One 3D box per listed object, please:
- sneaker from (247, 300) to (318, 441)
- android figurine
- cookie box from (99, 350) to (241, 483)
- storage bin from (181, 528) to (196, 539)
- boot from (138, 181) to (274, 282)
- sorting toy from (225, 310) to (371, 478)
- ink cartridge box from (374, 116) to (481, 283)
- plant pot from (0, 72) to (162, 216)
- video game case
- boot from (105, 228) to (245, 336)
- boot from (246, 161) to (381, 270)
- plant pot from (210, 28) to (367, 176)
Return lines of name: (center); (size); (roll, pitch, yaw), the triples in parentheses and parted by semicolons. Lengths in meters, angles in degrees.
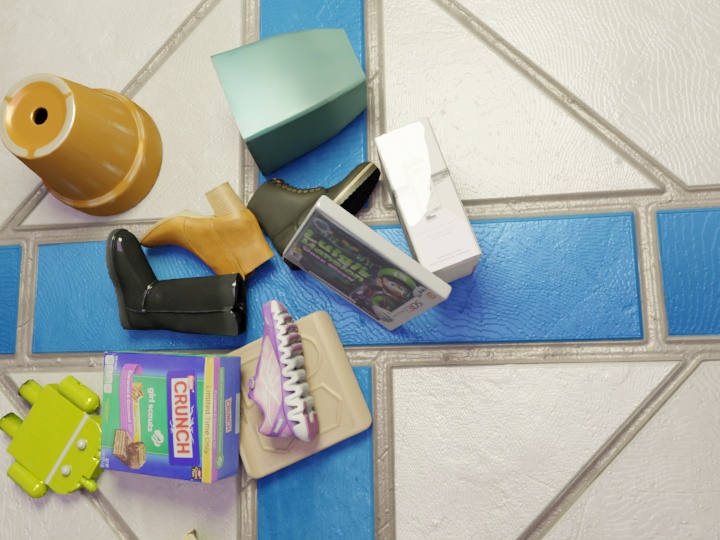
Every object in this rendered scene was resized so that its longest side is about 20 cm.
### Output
sneaker: (-0.123, 0.145, 0.860); (0.087, 0.080, 0.204); (-14, 80, 10)
android figurine: (-0.472, 0.264, 0.951); (0.199, 0.041, 0.184); (33, 88, 14)
cookie box: (-0.276, 0.205, 0.884); (0.197, 0.075, 0.175); (-1, 86, 22)
storage bin: (-0.256, 0.511, 0.854); (0.198, 0.094, 0.201); (-41, 78, 1)
boot: (-0.240, -0.031, 0.942); (0.199, 0.071, 0.146); (-26, 97, 22)
sorting toy: (-0.104, 0.183, 0.907); (0.197, 0.036, 0.187); (-24, 79, 1)
ink cartridge box: (0.092, -0.087, 0.851); (0.082, 0.147, 0.203); (-20, 78, 3)
plant pot: (-0.438, -0.203, 0.935); (0.196, 0.183, 0.204); (-1, 82, 9)
video game case: (0.000, 0.000, 0.814); (0.199, 0.182, 0.024); (35, 63, -7)
boot: (-0.272, 0.018, 0.914); (0.196, 0.066, 0.168); (2, 112, 17)
boot: (-0.079, -0.120, 0.925); (0.200, 0.077, 0.138); (-45, 73, 0)
plant pot: (-0.094, -0.265, 0.915); (0.197, 0.141, 0.143); (-23, 79, -2)
